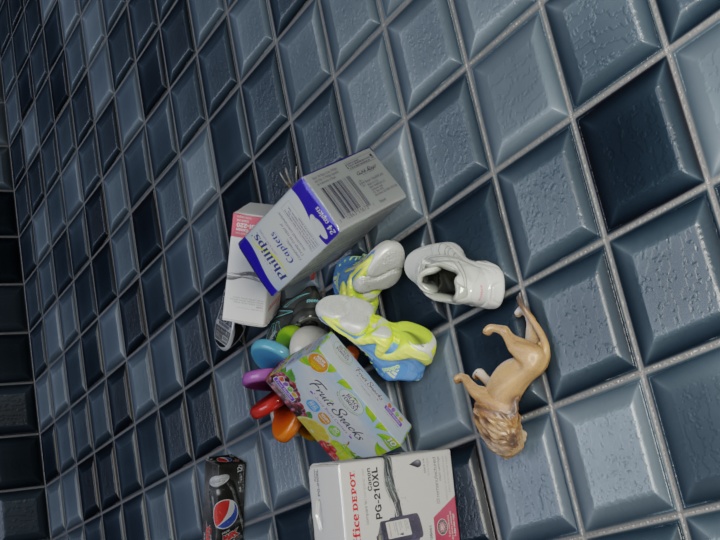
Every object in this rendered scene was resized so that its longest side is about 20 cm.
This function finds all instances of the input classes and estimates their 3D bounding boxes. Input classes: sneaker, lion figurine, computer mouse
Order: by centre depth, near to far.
[{"bbox_3d":[0.200,0.142,1.407,0.123,0.072,0.201,46,124,38],"label":"lion figurine"},{"bbox_3d":[0.111,0.003,1.515,0.200,0.099,0.078,17,105,56],"label":"sneaker"},{"bbox_3d":[0.017,0.114,1.631,0.199,0.076,0.105,23,128,21],"label":"sneaker"},{"bbox_3d":[0.000,0.000,1.699,0.200,0.075,0.105,-59,44,41],"label":"sneaker"},{"bbox_3d":[-0.122,0.100,1.926,0.200,0.075,0.080,-39,44,43],"label":"sneaker"},{"bbox_3d":[-0.245,0.063,2.133,0.110,0.044,0.201,29,109,49],"label":"computer mouse"}]

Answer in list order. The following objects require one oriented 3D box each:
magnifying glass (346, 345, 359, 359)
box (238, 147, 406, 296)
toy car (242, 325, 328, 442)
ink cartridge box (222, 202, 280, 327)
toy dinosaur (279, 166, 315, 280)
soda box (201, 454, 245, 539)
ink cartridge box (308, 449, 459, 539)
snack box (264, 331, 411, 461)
[{"bbox_3d":[-0.039,0.217,1.827,0.080,0.022,0.201,49,129,46],"label":"magnifying glass"},{"bbox_3d":[-0.061,-0.077,1.669,0.105,0.184,0.200,53,131,6],"label":"box"},{"bbox_3d":[-0.127,0.193,1.806,0.175,0.149,0.201,-31,68,55],"label":"toy car"},{"bbox_3d":[-0.188,-0.013,1.943,0.146,0.084,0.201,-59,-25,-77],"label":"ink cartridge box"},{"bbox_3d":[-0.058,-0.108,1.838,0.181,0.105,0.200,-20,107,46],"label":"toy dinosaur"},{"bbox_3d":[-0.277,0.480,2.166,0.071,0.063,0.201,11,100,57],"label":"soda box"},{"bbox_3d":[0.036,0.341,1.544,0.084,0.199,0.145,-18,76,56],"label":"ink cartridge box"},{"bbox_3d":[-0.035,0.207,1.669,0.142,0.053,0.200,-32,102,39],"label":"snack box"}]
